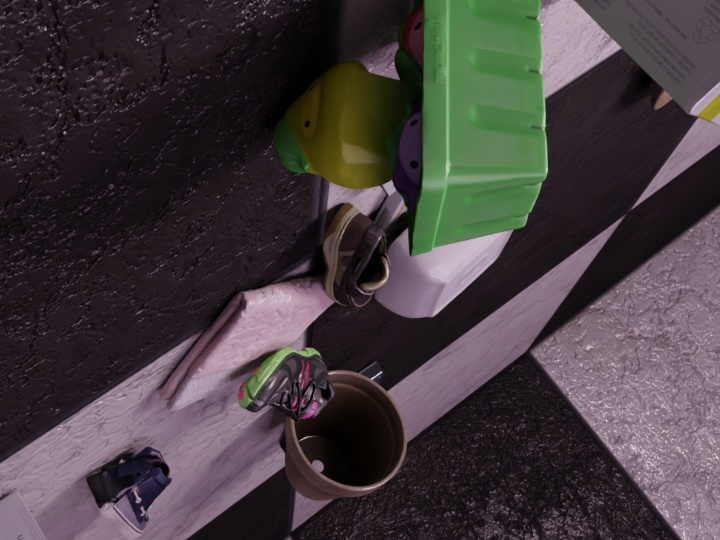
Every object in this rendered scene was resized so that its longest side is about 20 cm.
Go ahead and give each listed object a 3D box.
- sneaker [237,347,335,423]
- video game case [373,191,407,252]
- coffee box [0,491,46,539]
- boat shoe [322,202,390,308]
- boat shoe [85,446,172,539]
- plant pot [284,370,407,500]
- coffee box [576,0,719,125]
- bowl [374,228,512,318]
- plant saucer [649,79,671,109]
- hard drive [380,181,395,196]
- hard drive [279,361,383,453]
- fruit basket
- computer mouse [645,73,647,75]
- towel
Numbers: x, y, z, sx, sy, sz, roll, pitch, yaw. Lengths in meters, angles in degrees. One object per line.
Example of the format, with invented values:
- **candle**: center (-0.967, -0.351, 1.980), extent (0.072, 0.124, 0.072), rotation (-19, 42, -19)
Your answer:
- **sneaker**: center (-0.082, 0.146, 1.167), extent (0.077, 0.084, 0.199), rotation (-44, 165, 19)
- **video game case**: center (0.087, -0.080, 1.153), extent (0.198, 0.024, 0.183), rotation (-26, 159, -36)
- **coffee box**: center (-0.408, 0.405, 1.031), extent (0.196, 0.201, 0.201), rotation (-30, 163, -26)
- **boat shoe**: center (0.000, 0.000, 1.052), extent (0.074, 0.064, 0.201), rotation (-52, 161, -15)
- **boat shoe**: center (-0.283, 0.289, 1.219), extent (0.092, 0.075, 0.201), rotation (-27, 161, -11)
- **plant pot**: center (-0.044, 0.292, 1.537), extent (0.198, 0.201, 0.174), rotation (-27, 162, -35)
- **coffee box**: center (0.297, -0.264, 0.780), extent (0.200, 0.200, 0.197), rotation (-47, 162, 24)
- **bowl**: center (0.115, -0.026, 1.156), extent (0.199, 0.075, 0.200), rotation (-41, 167, -19)
- **plant saucer**: center (0.491, -0.320, 1.367), extent (0.199, 0.030, 0.200), rotation (-41, 166, -12)
- **hard drive**: center (0.086, -0.163, 0.927), extent (0.199, 0.026, 0.132), rotation (-41, 164, 2)
- **hard drive**: center (-0.052, 0.253, 1.710), extent (0.198, 0.033, 0.140), rotation (-31, 161, -26)
- **fruit basket**: center (0.030, -0.122, 0.699), extent (0.214, 0.217, 0.156), rotation (-35, 163, -13)
- **computer mouse**: center (0.411, -0.313, 1.247), extent (0.059, 0.034, 0.200), rotation (-55, 172, -14)
- **towel**: center (-0.121, 0.079, 1.101), extent (0.191, 0.032, 0.199), rotation (-49, 162, 28)
